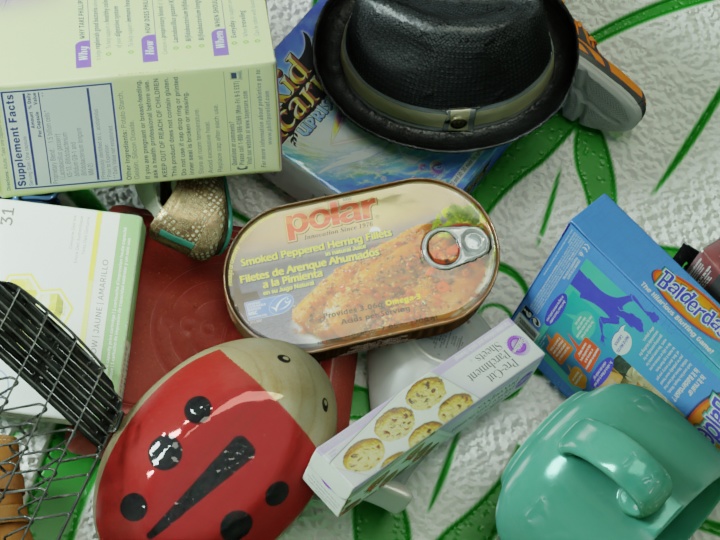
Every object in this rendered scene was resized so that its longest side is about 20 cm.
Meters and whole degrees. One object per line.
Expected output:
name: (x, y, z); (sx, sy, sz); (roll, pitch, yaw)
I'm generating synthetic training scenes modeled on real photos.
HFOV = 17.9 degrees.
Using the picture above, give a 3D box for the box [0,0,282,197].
box: (-0.161, -0.150, 1.609); (0.198, 0.097, 0.177); (-5, 41, -5)

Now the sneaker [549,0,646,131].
sneaker: (0.155, -0.199, 1.785); (0.199, 0.078, 0.112); (36, 64, 8)

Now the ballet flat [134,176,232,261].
ballet flat: (-0.135, -0.091, 1.656); (0.065, 0.071, 0.201); (11, 39, -23)

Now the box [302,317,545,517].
box: (0.045, 0.098, 1.567); (0.199, 0.039, 0.041); (-31, 69, -36)

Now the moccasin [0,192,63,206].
moccasin: (-0.265, -0.057, 1.638); (0.200, 0.068, 0.080); (44, 64, 12)

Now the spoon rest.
spoon rest: (0.038, 0.095, 1.634); (0.099, 0.061, 0.201); (24, 48, 1)

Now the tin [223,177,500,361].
tin: (0.000, 0.000, 1.625); (0.198, 0.042, 0.113); (-11, 76, -9)

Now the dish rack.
dish rack: (-0.236, 0.110, 1.458); (0.153, 0.054, 0.201); (47, 45, -27)

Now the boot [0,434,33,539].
boot: (-0.233, 0.189, 1.520); (0.198, 0.077, 0.156); (1, 66, 3)

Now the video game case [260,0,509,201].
video game case: (0.016, -0.122, 1.731); (0.181, 0.046, 0.200); (34, 59, 8)

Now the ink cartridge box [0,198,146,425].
ink cartridge box: (-0.254, 0.024, 1.567); (0.198, 0.048, 0.147); (7, 82, 0)

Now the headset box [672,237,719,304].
headset box: (0.288, 0.066, 1.633); (0.075, 0.149, 0.200); (-29, 72, -30)

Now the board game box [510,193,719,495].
board game box: (0.204, 0.065, 1.617); (0.045, 0.152, 0.200); (-35, 75, -34)

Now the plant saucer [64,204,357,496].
plant saucer: (-0.097, 0.049, 1.636); (0.198, 0.037, 0.201); (10, 61, -6)

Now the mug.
mug: (0.170, 0.142, 1.555); (0.114, 0.186, 0.152); (42, 45, 17)

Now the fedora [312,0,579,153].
fedora: (0.064, -0.182, 1.678); (0.199, 0.092, 0.202); (1, 59, -1)

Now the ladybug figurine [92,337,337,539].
ladybug figurine: (-0.097, 0.132, 1.545); (0.136, 0.072, 0.200); (43, 83, -6)
